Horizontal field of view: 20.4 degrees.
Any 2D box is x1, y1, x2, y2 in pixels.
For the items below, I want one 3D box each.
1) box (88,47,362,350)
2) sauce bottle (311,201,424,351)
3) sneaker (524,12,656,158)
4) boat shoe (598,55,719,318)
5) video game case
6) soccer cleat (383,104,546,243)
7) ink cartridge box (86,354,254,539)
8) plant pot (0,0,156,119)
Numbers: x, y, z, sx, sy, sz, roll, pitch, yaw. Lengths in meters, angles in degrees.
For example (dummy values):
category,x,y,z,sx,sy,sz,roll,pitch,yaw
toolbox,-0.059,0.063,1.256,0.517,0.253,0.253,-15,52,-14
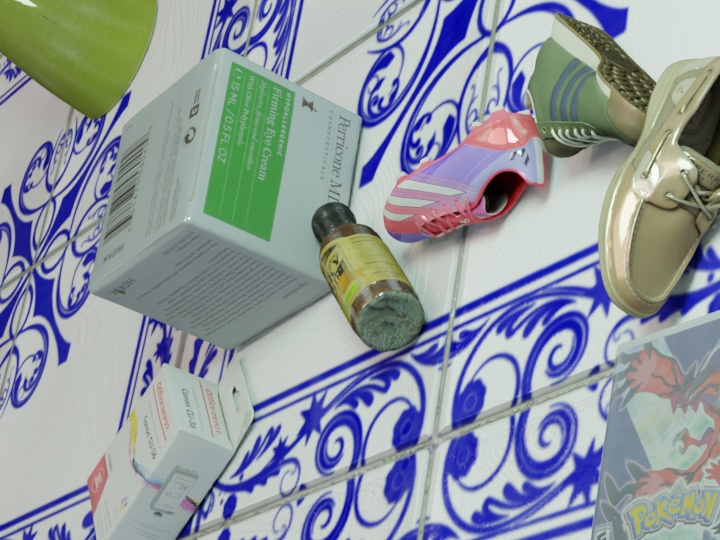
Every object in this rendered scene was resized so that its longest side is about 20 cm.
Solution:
category,x,y,z,sx,sy,sz,roll,pitch,yaw
box,-0.129,-0.064,1.924,0.200,0.171,0.199,-30,44,48
sauce bottle,0.000,0.000,1.759,0.065,0.065,0.200,-58,26,15
sneaker,0.179,-0.120,1.539,0.090,0.067,0.200,-63,26,21
boat shoe,0.222,-0.063,1.398,0.064,0.071,0.200,-11,58,59
video game case,0.227,0.111,1.301,0.200,0.023,0.183,-25,47,52
soccer cleat,0.084,-0.062,1.663,0.200,0.067,0.077,-39,53,45
ink cartridge box,-0.186,0.175,1.945,0.200,0.067,0.117,-55,29,20
plant pot,-0.396,-0.322,2.586,0.187,0.200,0.187,-41,35,39
